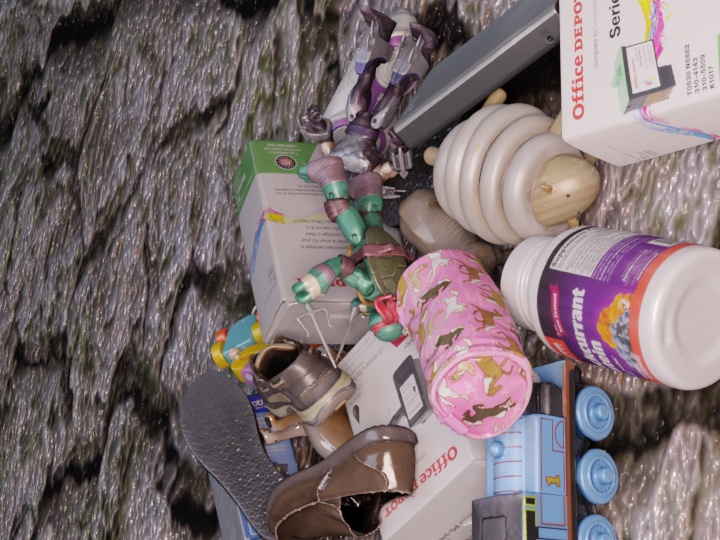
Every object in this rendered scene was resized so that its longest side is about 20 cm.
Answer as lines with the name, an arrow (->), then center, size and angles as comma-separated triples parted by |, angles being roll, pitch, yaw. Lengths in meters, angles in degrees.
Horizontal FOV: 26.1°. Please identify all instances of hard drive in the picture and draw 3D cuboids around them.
hard drive -> 0.126, -0.200, 1.424 | 0.200, 0.033, 0.140 | -35, 14, 35

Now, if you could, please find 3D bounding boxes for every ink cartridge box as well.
ink cartridge box -> -0.112, 0.223, 1.635 | 0.137, 0.076, 0.201 | 102, 155, -51
ink cartridge box -> 0.259, -0.181, 1.237 | 0.199, 0.084, 0.146 | -14, 69, 44
ink cartridge box -> -0.039, -0.028, 1.579 | 0.084, 0.144, 0.201 | 120, 145, -49
ink cartridge box -> 0.067, 0.136, 1.442 | 0.145, 0.083, 0.201 | -48, 44, 35

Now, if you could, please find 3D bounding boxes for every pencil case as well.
pencil case -> 0.083, 0.057, 1.280 | 0.200, 0.082, 0.087 | -109, 26, -64

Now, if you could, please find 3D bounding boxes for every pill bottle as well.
pill bottle -> 0.206, 0.024, 1.258 | 0.200, 0.111, 0.112 | 14, 91, 56

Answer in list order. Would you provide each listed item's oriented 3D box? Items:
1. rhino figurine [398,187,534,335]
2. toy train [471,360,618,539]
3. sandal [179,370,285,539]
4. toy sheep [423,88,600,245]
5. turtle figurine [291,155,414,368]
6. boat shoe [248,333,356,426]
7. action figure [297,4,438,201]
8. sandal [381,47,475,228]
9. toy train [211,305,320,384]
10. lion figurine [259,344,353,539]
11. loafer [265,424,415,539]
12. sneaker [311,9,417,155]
rhino figurine -> 0.103, -0.006, 1.432 | 0.200, 0.087, 0.060 | 54, 127, 37
toy train -> 0.151, 0.170, 1.287 | 0.086, 0.114, 0.202 | -18, 66, 50
sandal -> -0.119, 0.192, 1.552 | 0.076, 0.043, 0.201 | -29, 66, -6
toy sheep -> 0.132, -0.089, 1.385 | 0.199, 0.137, 0.139 | 16, 93, 50
turtle figurine -> 0.000, 0.000, 1.427 | 0.100, 0.150, 0.201 | -16, 67, 15
boat shoe -> -0.065, 0.093, 1.485 | 0.074, 0.073, 0.200 | -44, 14, -16
action figure -> 0.006, -0.151, 1.533 | 0.129, 0.069, 0.201 | 18, 88, 19
sandal -> 0.085, -0.128, 1.545 | 0.075, 0.045, 0.201 | 23, 84, 49
toy train -> -0.079, 0.074, 1.688 | 0.150, 0.056, 0.200 | -42, 22, -18
lion figurine -> -0.022, 0.170, 1.565 | 0.201, 0.122, 0.073 | 57, 151, 26
loafer -> -0.021, 0.210, 1.406 | 0.200, 0.073, 0.071 | -44, 46, 42
sneaker -> 0.013, -0.187, 1.651 | 0.200, 0.075, 0.100 | -54, 18, 33
